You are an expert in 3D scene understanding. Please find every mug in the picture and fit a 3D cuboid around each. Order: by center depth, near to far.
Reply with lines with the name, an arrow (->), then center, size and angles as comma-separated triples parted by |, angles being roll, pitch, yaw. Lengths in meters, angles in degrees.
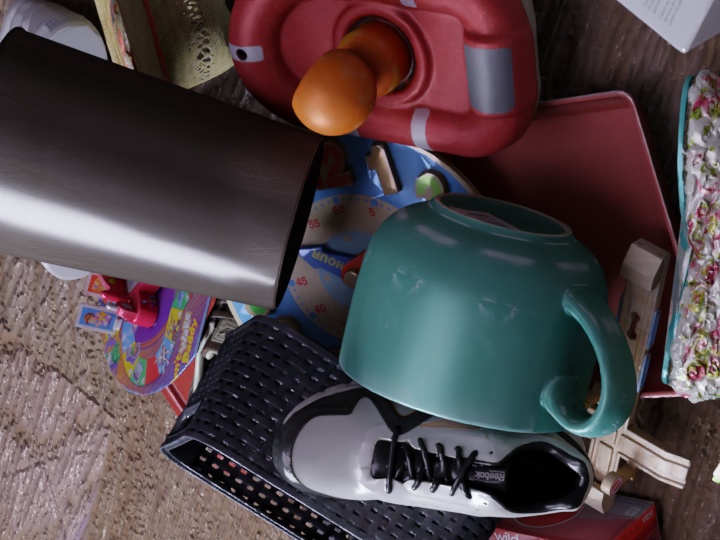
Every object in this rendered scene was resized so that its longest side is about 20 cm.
mug -> 0.088, 0.024, 1.659 | 0.185, 0.152, 0.115 | 15, 102, 9

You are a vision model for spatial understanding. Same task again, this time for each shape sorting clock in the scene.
shape sorting clock -> 0.000, 0.000, 1.773 | 0.200, 0.039, 0.200 | 7, 112, 18

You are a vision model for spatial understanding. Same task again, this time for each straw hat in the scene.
straw hat -> -0.123, -0.162, 1.840 | 0.201, 0.085, 0.201 | 162, 90, -83

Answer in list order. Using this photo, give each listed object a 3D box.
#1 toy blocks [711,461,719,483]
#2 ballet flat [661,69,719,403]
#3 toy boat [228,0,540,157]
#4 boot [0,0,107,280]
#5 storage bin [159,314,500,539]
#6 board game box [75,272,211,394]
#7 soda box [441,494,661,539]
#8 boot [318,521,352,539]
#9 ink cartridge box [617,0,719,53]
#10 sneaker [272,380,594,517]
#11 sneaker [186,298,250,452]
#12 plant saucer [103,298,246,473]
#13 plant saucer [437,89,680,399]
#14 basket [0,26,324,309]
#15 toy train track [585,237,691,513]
toy blocks -> 0.302, 0.096, 1.603 | 0.137, 0.100, 0.200 | 33, 133, 10
ballet flat -> 0.218, -0.018, 1.616 | 0.064, 0.076, 0.200 | 7, 105, 20
toy boat -> 0.003, -0.125, 1.657 | 0.200, 0.131, 0.131 | 12, 123, 31
boot -> -0.221, -0.100, 1.990 | 0.096, 0.073, 0.200 | 37, 129, 55
storage bin -> -0.014, 0.123, 1.744 | 0.200, 0.094, 0.135 | 33, 166, -7
board game box -> -0.148, -0.015, 1.891 | 0.158, 0.039, 0.200 | 15, 91, 60
soda box -> 0.104, 0.180, 1.838 | 0.200, 0.070, 0.063 | 9, 122, 39
boot -> 0.018, 0.270, 1.972 | 0.138, 0.077, 0.200 | 29, 131, 23
ink cartridge box -> 0.157, -0.244, 1.541 | 0.200, 0.086, 0.148 | 43, 136, 19
sneaker -> 0.048, 0.110, 1.643 | 0.080, 0.200, 0.074 | -137, 50, -75
sneaker -> -0.069, 0.034, 1.855 | 0.070, 0.076, 0.200 | 18, 104, 16
plant saucer -> -0.101, 0.039, 1.970 | 0.200, 0.037, 0.200 | 56, 137, 3
plant saucer -> 0.131, -0.016, 1.730 | 0.200, 0.037, 0.200 | -5, 109, 46
basket -> -0.133, -0.056, 1.700 | 0.200, 0.136, 0.180 | 15, 161, 4
toy train track -> 0.157, 0.072, 1.704 | 0.115, 0.033, 0.200 | 30, 129, 28
